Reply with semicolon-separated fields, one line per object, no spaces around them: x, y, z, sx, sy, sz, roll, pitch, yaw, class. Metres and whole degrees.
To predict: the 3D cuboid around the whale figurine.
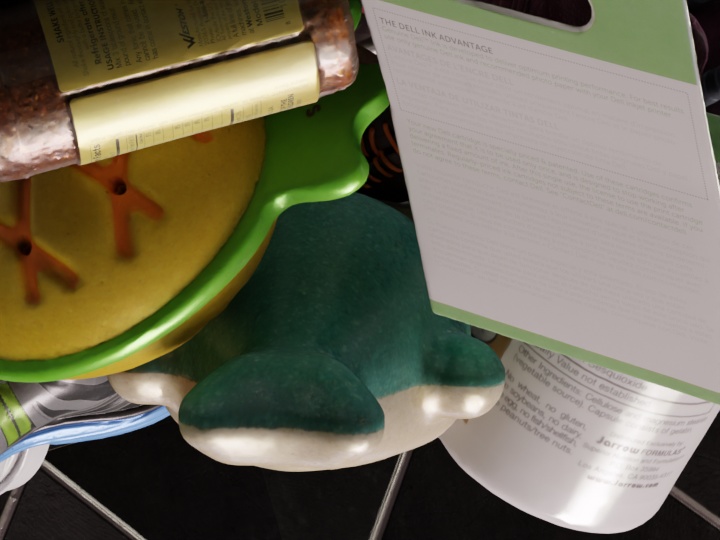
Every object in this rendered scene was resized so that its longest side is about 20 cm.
-0.022;0.024;1.168;0.158;0.104;0.200;3;-172;6;whale figurine

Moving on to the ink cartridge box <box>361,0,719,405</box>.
0.075;-0.051;1.032;0.145;0.200;0.048;18;-132;33;ink cartridge box

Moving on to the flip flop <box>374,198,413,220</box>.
0.000;0.000;1.299;0.199;0.058;0.081;2;175;-9;flip flop

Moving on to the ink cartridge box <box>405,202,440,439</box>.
0.036;0.003;1.548;0.116;0.067;0.200;-22;-139;-30;ink cartridge box

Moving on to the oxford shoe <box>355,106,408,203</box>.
0.027;-0.053;1.281;0.072;0.071;0.200;-27;-179;-6;oxford shoe

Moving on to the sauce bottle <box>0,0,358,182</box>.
-0.102;-0.069;1.038;0.199;0.066;0.066;-13;175;-8;sauce bottle

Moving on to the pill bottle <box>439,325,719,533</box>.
0.117;0.000;1.227;0.114;0.114;0.200;-11;136;-49;pill bottle

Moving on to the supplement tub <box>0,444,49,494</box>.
-0.282;0.080;1.625;0.200;0.146;0.145;-11;173;-45;supplement tub

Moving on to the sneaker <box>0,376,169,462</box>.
-0.153;0.043;1.223;0.199;0.071;0.083;-22;140;-30;sneaker

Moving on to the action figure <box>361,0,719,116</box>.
0.068;-0.092;1.104;0.200;0.134;0.149;11;160;41;action figure

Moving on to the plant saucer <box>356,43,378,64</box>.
-0.080;-0.053;1.274;0.200;0.035;0.200;-27;180;0;plant saucer

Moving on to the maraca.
-0.078;-0.035;1.112;0.200;0.137;0.107;-32;142;9;maraca
